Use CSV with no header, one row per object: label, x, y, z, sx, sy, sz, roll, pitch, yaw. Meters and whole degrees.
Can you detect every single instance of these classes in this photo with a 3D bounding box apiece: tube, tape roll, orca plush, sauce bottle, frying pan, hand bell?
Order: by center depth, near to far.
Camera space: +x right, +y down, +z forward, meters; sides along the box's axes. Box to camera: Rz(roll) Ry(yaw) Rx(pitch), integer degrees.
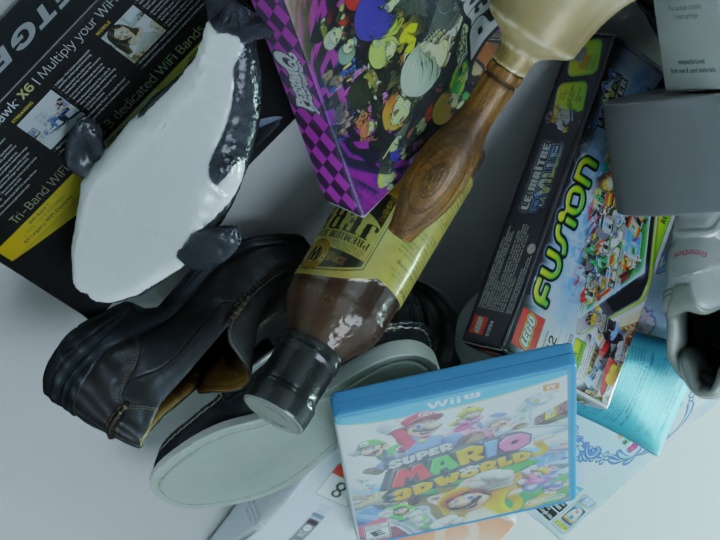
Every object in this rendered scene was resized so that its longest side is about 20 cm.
orca plush,-0.095,-0.074,1.467,0.071,0.105,0.201,-53,160,-59
hand bell,0.074,-0.102,1.516,0.104,0.104,0.201,23,105,-42
tape roll,0.240,-0.078,1.579,0.199,0.200,0.067,-11,95,-24
sauce bottle,0.000,0.000,1.587,0.201,0.064,0.065,-60,140,-19
frying pan,-0.028,0.062,1.702,0.189,0.031,0.115,-22,126,2
tube,0.143,0.061,1.739,0.199,0.050,0.078,21,102,-42

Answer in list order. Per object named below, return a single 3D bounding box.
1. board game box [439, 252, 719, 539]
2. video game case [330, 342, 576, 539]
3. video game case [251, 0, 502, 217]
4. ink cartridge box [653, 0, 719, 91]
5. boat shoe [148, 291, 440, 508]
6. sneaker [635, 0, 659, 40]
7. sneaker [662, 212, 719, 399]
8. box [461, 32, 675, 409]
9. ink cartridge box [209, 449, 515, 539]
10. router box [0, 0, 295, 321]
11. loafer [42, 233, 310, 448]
board game box,0.149,0.059,1.804,0.199,0.043,0.200,-41,136,6
video game case,0.059,0.107,1.665,0.142,0.018,0.200,-12,152,-2
video game case,0.023,-0.158,1.503,0.181,0.036,0.201,-45,140,-23
ink cartridge box,0.234,-0.209,1.530,0.145,0.083,0.201,-10,96,-21
boat shoe,-0.041,0.078,1.658,0.199,0.061,0.076,-25,138,16
sneaker,0.246,-0.204,1.614,0.200,0.077,0.111,-37,146,11
sneaker,0.230,0.050,1.735,0.078,0.100,0.200,-4,140,34
box,0.137,-0.029,1.660,0.110,0.035,0.201,28,79,-44
ink cartridge box,-0.020,0.197,1.798,0.162,0.050,0.200,26,107,-33
router box,-0.135,-0.085,1.498,0.200,0.052,0.157,-44,135,9
loafer,-0.088,0.043,1.589,0.200,0.072,0.073,-32,155,-37
